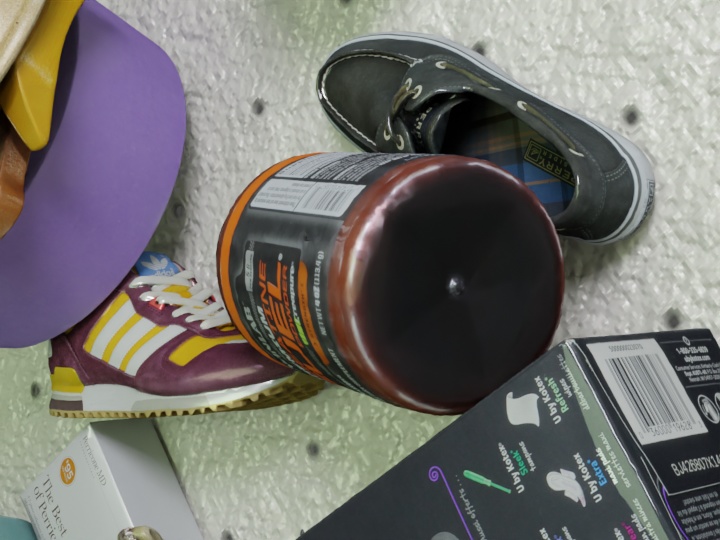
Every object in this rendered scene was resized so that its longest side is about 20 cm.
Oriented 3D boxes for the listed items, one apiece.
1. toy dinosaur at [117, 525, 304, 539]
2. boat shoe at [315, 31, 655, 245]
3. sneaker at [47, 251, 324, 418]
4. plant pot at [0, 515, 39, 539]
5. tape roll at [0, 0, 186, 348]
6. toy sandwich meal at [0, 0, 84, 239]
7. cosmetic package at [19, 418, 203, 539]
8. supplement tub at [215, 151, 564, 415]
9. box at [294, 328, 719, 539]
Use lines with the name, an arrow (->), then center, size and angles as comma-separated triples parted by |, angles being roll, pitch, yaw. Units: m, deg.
toy dinosaur -> -0.038, 0.193, 0.801 | 0.088, 0.047, 0.200 | -43, 79, 14
boat shoe -> 0.045, -0.068, 0.732 | 0.199, 0.056, 0.069 | 27, 106, 37
sneaker -> -0.101, 0.032, 0.844 | 0.199, 0.075, 0.091 | -7, 85, 38
plant pot -> -0.255, 0.223, 0.899 | 0.199, 0.200, 0.163 | -10, 72, 39
tape roll -> -0.197, -0.064, 0.877 | 0.199, 0.085, 0.202 | -21, 54, 33
toy sandwich meal -> -0.199, -0.092, 0.792 | 0.204, 0.070, 0.206 | -32, 39, 30
cosmetic package -> -0.118, 0.189, 0.869 | 0.082, 0.050, 0.201 | -43, 63, 30
supplement tub -> 0.000, 0.000, 0.708 | 0.200, 0.106, 0.108 | -171, 85, -65
box -> 0.072, 0.121, 0.662 | 0.200, 0.122, 0.107 | -40, 65, 32
